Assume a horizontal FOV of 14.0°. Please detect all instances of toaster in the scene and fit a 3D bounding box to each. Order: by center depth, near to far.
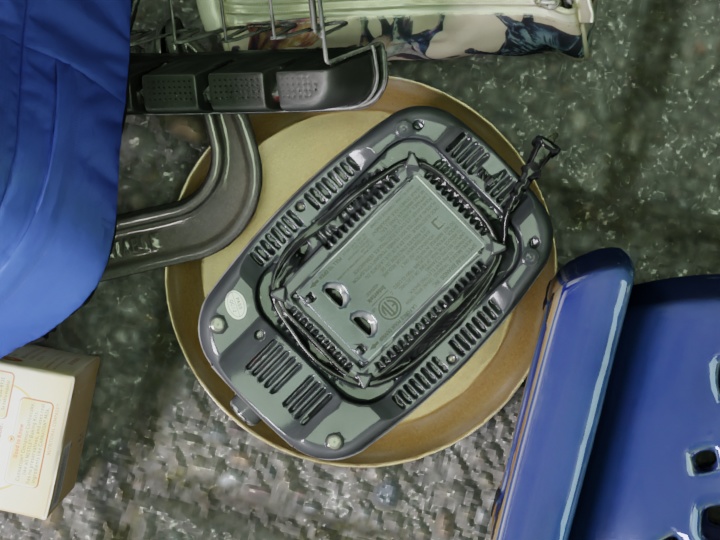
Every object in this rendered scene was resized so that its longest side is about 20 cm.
[{"bbox_3d":[0.013,-0.003,1.424,0.114,0.129,0.200,44,91,-3],"label":"toaster"}]

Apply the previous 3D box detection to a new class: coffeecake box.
[{"bbox_3d":[-0.237,0.060,1.436,0.199,0.154,0.073,12,92,-1],"label":"coffeecake box"}]

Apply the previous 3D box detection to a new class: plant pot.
[{"bbox_3d":[0.163,0.091,1.420,0.179,0.200,0.201,14,95,2],"label":"plant pot"},{"bbox_3d":[0.000,0.000,1.502,0.199,0.027,0.201,0,91,-2],"label":"plant pot"}]

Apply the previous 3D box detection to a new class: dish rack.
[{"bbox_3d":[-0.074,-0.168,1.386,0.153,0.055,0.201,0,104,27],"label":"dish rack"}]

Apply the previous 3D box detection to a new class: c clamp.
[{"bbox_3d":[-0.151,-0.074,1.481,0.199,0.027,0.171,-7,93,11],"label":"c clamp"}]

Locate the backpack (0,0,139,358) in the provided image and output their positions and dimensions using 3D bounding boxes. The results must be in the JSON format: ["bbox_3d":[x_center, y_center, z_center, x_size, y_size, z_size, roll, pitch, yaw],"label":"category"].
[{"bbox_3d":[-0.203,-0.059,1.322,0.162,0.168,0.200,-30,51,37],"label":"backpack"}]

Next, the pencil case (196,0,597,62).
[{"bbox_3d":[0.019,-0.137,1.467,0.199,0.089,0.078,-3,89,0],"label":"pencil case"}]
